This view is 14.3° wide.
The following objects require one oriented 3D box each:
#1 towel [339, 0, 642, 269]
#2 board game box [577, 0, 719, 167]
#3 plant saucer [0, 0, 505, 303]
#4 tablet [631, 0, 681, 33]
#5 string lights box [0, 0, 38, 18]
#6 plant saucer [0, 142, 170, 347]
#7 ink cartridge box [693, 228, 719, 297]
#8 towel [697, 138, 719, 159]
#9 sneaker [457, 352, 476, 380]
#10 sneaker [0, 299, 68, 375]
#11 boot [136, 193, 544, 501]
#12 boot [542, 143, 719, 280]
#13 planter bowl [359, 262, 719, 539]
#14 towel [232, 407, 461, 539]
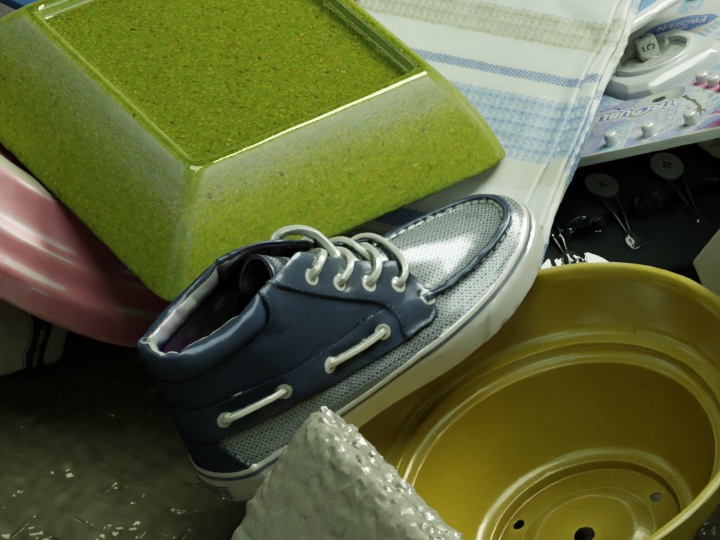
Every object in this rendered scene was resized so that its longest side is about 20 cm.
[{"bbox_3d":[0.053,-0.092,1.409,0.147,0.024,0.200,12,64,23],"label":"towel"},{"bbox_3d":[0.150,-0.111,1.476,0.200,0.026,0.200,-11,24,27],"label":"board game box"},{"bbox_3d":[-0.065,-0.091,1.352,0.200,0.048,0.200,-25,50,-31],"label":"plant saucer"},{"bbox_3d":[0.088,-0.119,1.503,0.200,0.014,0.130,-34,24,-25],"label":"tablet"},{"bbox_3d":[-0.121,-0.089,1.493,0.200,0.103,0.059,27,43,27],"label":"string lights box"},{"bbox_3d":[-0.156,-0.039,1.393,0.201,0.051,0.201,30,16,-9],"label":"plant saucer"},{"bbox_3d":[0.265,0.040,1.251,0.147,0.145,0.200,-17,74,-18],"label":"ink cartridge box"},{"bbox_3d":[0.267,-0.061,1.430,0.133,0.034,0.200,-33,54,-32],"label":"towel"},{"bbox_3d":[0.000,0.000,1.415,0.087,0.075,0.200,-11,40,-6],"label":"sneaker"},{"bbox_3d":[-0.207,-0.010,1.439,0.088,0.076,0.200,-3,39,-29],"label":"sneaker"},{"bbox_3d":[-0.005,0.011,1.278,0.200,0.090,0.073,-41,41,-20],"label":"boot"},{"bbox_3d":[0.128,-0.047,1.483,0.200,0.066,0.165,-22,42,-17],"label":"boot"},{"bbox_3d":[0.089,0.094,1.272,0.200,0.083,0.200,-16,38,12],"label":"planter bowl"},{"bbox_3d":[0.006,0.162,1.170,0.034,0.133,0.200,19,20,-46],"label":"towel"}]
